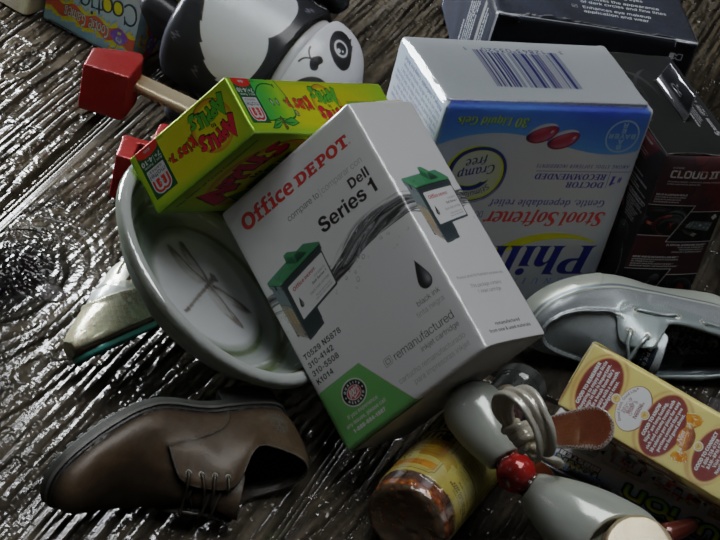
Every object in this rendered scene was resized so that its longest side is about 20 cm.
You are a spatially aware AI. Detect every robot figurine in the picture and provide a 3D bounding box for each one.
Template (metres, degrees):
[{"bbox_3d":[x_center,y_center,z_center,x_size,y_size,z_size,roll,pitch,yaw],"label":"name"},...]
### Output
[{"bbox_3d":[-0.092,-0.191,1.799,0.199,0.151,0.125,34,29,11],"label":"robot figurine"}]

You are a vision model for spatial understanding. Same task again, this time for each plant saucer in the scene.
[{"bbox_3d":[-0.106,0.009,1.496,0.200,0.050,0.201,36,31,-25],"label":"plant saucer"}]

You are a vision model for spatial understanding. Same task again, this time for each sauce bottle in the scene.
[{"bbox_3d":[0.074,0.128,1.492,0.066,0.066,0.200,27,34,14],"label":"sauce bottle"}]

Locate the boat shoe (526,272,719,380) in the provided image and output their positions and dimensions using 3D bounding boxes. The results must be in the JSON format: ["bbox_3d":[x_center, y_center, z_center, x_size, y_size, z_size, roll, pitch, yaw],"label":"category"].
[{"bbox_3d":[0.222,0.051,1.651,0.200,0.070,0.072,4,31,-23],"label":"boat shoe"}]

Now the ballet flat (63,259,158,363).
[{"bbox_3d":[-0.155,0.014,1.547,0.200,0.067,0.063,-23,89,-51],"label":"ballet flat"}]

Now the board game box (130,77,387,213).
[{"bbox_3d":[-0.063,-0.090,1.515,0.200,0.101,0.048,-6,64,-58],"label":"board game box"}]

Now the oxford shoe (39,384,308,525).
[{"bbox_3d":[-0.118,0.131,1.399,0.199,0.073,0.084,-12,45,-35],"label":"oxford shoe"}]

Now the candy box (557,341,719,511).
[{"bbox_3d":[0.240,0.129,1.454,0.199,0.055,0.115,31,-4,19],"label":"candy box"}]

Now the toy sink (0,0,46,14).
[{"bbox_3d":[-0.288,-0.356,1.891,0.112,0.201,0.130,30,37,18],"label":"toy sink"}]

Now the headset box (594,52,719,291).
[{"bbox_3d":[0.227,-0.071,1.709,0.075,0.201,0.149,0,37,-22],"label":"headset box"}]

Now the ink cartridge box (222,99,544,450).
[{"bbox_3d":[0.012,0.001,1.468,0.084,0.146,0.201,-8,64,-55],"label":"ink cartridge box"}]

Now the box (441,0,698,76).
[{"bbox_3d":[0.194,-0.234,1.993,0.195,0.118,0.201,8,37,-12],"label":"box"}]

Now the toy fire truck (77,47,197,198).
[{"bbox_3d":[-0.144,-0.103,1.719,0.199,0.049,0.141,16,41,-1],"label":"toy fire truck"}]

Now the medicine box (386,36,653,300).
[{"bbox_3d":[0.107,-0.073,1.661,0.181,0.201,0.103,-1,36,-23],"label":"medicine box"}]

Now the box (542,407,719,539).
[{"bbox_3d":[0.223,0.163,1.528,0.199,0.035,0.110,27,36,14],"label":"box"}]

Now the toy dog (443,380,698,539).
[{"bbox_3d":[0.153,0.145,1.416,0.096,0.132,0.201,-31,92,-29],"label":"toy dog"}]

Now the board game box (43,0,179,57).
[{"bbox_3d":[-0.183,-0.284,1.918,0.104,0.103,0.200,29,36,17],"label":"board game box"}]
